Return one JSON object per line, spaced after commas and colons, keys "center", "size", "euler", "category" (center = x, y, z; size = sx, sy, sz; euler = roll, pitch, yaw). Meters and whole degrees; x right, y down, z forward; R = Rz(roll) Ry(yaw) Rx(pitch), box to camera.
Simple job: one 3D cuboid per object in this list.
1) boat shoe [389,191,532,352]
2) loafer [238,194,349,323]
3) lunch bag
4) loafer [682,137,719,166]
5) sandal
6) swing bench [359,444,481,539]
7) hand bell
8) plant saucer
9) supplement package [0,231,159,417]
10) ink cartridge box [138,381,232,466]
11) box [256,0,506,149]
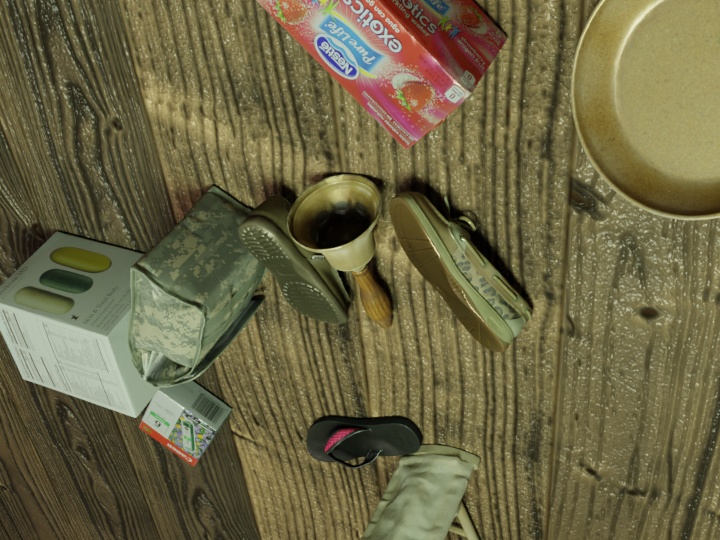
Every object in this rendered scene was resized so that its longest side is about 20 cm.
{"center": [0.103, -0.008, 1.024], "size": [0.201, 0.063, 0.073], "euler": [54, 162, -17], "category": "boat shoe"}
{"center": [-0.062, -0.010, 1.121], "size": [0.075, 0.068, 0.201], "euler": [7, 148, 33], "category": "loafer"}
{"center": [-0.190, 0.035, 1.168], "size": [0.117, 0.164, 0.201], "euler": [30, 140, 9], "category": "lunch bag"}
{"center": [0.346, -0.104, 0.772], "size": [0.198, 0.072, 0.073], "euler": [14, 97, 32], "category": "loafer"}
{"center": [-0.006, 0.235, 1.329], "size": [0.199, 0.045, 0.075], "euler": [-14, 120, 41], "category": "sandal"}
{"center": [0.068, 0.359, 1.280], "size": [0.128, 0.200, 0.202], "euler": [13, 135, 22], "category": "swing bench"}
{"center": [0.000, 0.000, 1.089], "size": [0.103, 0.105, 0.201], "euler": [9, 145, 27], "category": "hand bell"}
{"center": [0.257, -0.141, 0.757], "size": [0.199, 0.035, 0.203], "euler": [14, 110, 40], "category": "plant saucer"}
{"center": [-0.354, 0.068, 1.318], "size": [0.198, 0.152, 0.152], "euler": [13, 135, 23], "category": "supplement package"}
{"center": [-0.278, 0.240, 1.509], "size": [0.108, 0.051, 0.200], "euler": [35, 138, -1], "category": "ink cartridge box"}
{"center": [0.016, -0.219, 0.841], "size": [0.200, 0.100, 0.095], "euler": [43, 139, -10], "category": "box"}
